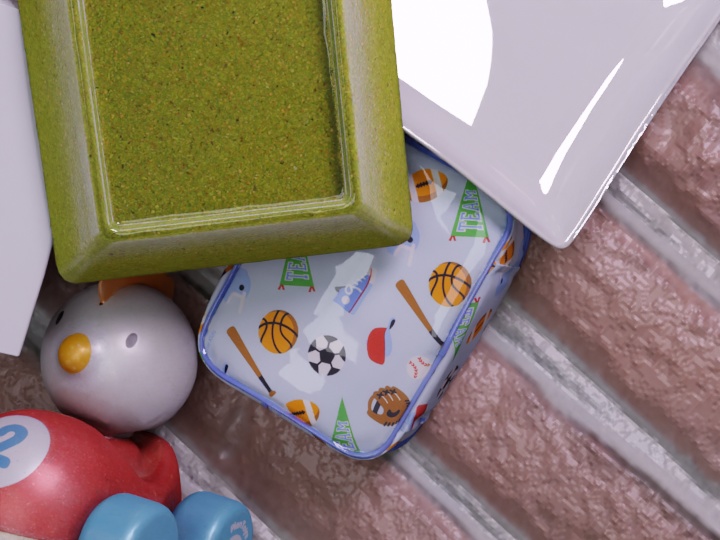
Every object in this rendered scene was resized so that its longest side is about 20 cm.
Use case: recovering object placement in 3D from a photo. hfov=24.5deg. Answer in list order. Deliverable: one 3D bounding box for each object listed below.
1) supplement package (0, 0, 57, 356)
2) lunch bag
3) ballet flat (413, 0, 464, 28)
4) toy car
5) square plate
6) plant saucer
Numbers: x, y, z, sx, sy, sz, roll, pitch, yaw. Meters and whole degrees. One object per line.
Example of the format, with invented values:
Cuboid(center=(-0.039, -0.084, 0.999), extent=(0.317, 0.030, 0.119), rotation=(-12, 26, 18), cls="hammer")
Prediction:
Cuboid(center=(-0.259, -0.075, 0.971), extent=(0.147, 0.200, 0.192), rotation=(15, 95, -23), cls="supplement package")
Cuboid(center=(0.000, 0.000, 0.993), extent=(0.160, 0.076, 0.200), rotation=(31, 98, 15), cls="lunch bag")
Cuboid(center=(0.031, -0.165, 0.990), extent=(0.067, 0.064, 0.200), rotation=(-32, 83, 12), cls="ballet flat")
Cuboid(center=(-0.159, 0.076, 0.982), extent=(0.184, 0.177, 0.201), rotation=(13, 89, 25), cls="toy car")
Cuboid(center=(0.087, -0.145, 0.950), extent=(0.200, 0.028, 0.198), rotation=(36, 77, -3), cls="square plate")
Cuboid(center=(-0.076, -0.095, 0.876), extent=(0.199, 0.048, 0.201), rotation=(-7, 103, -4), cls="plant saucer")
